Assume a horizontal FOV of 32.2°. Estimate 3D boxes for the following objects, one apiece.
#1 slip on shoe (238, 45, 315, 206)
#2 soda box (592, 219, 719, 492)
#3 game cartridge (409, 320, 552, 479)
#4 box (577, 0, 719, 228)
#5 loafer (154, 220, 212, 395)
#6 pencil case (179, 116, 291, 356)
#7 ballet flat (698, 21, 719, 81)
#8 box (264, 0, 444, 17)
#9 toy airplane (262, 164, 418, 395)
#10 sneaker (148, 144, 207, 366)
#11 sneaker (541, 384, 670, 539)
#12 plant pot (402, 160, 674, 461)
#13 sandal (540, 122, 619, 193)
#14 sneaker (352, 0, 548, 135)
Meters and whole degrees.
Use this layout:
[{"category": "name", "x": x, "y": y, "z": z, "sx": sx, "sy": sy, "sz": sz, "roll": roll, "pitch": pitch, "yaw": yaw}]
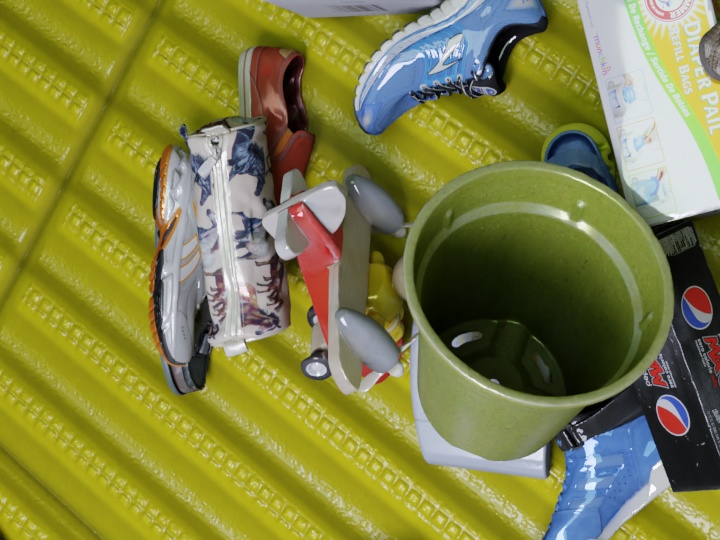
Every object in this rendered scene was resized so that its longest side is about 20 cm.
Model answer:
[{"category": "slip on shoe", "x": -0.072, "y": -0.111, "z": 1.162, "sx": 0.060, "sy": 0.074, "sz": 0.204, "roll": -6, "pitch": 85, "yaw": 19}, {"category": "soda box", "x": 0.253, "y": 0.068, "z": 0.983, "sx": 0.070, "sy": 0.063, "sz": 0.203, "roll": -20, "pitch": 90, "yaw": 58}, {"category": "game cartridge", "x": 0.110, "y": 0.078, "z": 1.115, "sx": 0.131, "sy": 0.041, "sz": 0.204, "roll": 3, "pitch": 94, "yaw": 17}, {"category": "box", "x": 0.252, "y": -0.142, "z": 1.006, "sx": 0.100, "sy": 0.112, "sz": 0.203, "roll": -14, "pitch": 86, "yaw": 21}, {"category": "loafer", "x": -0.159, "y": 0.018, "z": 1.203, "sx": 0.062, "sy": 0.072, "sz": 0.204, "roll": -4, "pitch": 89, "yaw": 16}, {"category": "pencil case", "x": -0.108, "y": -0.032, "z": 1.093, "sx": 0.077, "sy": 0.089, "sz": 0.204, "roll": -3, "pitch": 97, "yaw": 23}, {"category": "ballet flat", "x": 0.341, "y": -0.195, "z": 0.945, "sx": 0.198, "sy": 0.046, "sz": 0.068, "roll": -23, "pitch": 89, "yaw": -22}, {"category": "box", "x": 0.001, "y": -0.334, "z": 1.101, "sx": 0.150, "sy": 0.106, "sz": 0.204, "roll": 2, "pitch": 93, "yaw": 22}, {"category": "toy airplane", "x": 0.000, "y": 0.000, "z": 1.068, "sx": 0.139, "sy": 0.199, "sz": 0.204, "roll": -6, "pitch": 87, "yaw": 11}, {"category": "sneaker", "x": -0.145, "y": -0.012, "z": 1.149, "sx": 0.090, "sy": 0.076, "sz": 0.204, "roll": 4, "pitch": 85, "yaw": -19}, {"category": "sneaker", "x": 0.186, "y": 0.173, "z": 1.063, "sx": 0.200, "sy": 0.077, "sz": 0.111, "roll": -44, "pitch": 83, "yaw": 13}, {"category": "plant pot", "x": 0.118, "y": 0.051, "z": 0.966, "sx": 0.197, "sy": 0.185, "sz": 0.203, "roll": 3, "pitch": 59, "yaw": -5}, {"category": "sandal", "x": 0.196, "y": -0.027, "z": 1.048, "sx": 0.079, "sy": 0.087, "sz": 0.203, "roll": -25, "pitch": 85, "yaw": 19}, {"category": "sneaker", "x": 0.078, "y": -0.180, "z": 1.092, "sx": 0.199, "sy": 0.078, "sz": 0.090, "roll": -38, "pitch": 76, "yaw": 19}]
